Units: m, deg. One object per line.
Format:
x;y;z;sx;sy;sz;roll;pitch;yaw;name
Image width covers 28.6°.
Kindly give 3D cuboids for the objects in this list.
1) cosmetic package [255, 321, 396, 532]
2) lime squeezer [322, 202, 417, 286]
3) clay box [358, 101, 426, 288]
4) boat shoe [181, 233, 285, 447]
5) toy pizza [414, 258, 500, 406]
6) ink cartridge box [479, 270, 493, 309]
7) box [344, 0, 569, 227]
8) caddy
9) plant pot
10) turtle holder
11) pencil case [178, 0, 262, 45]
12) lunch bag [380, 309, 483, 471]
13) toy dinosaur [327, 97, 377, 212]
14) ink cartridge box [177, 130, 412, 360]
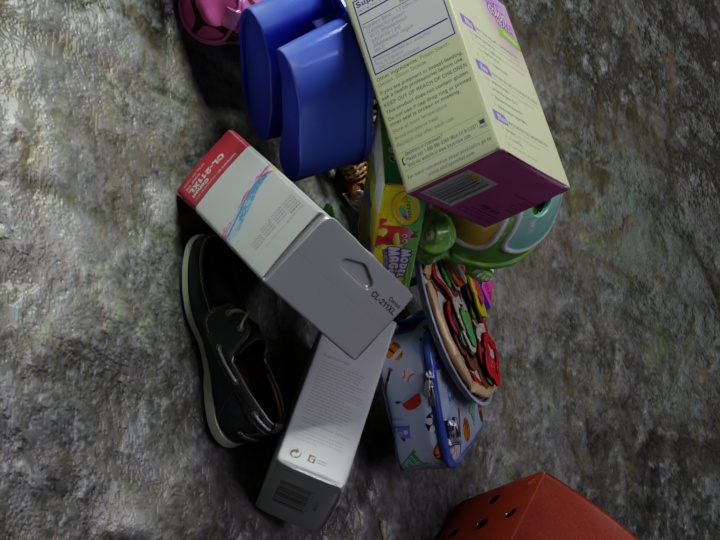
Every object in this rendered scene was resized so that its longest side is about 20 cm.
-0.032;0.137;1.354;0.074;0.102;0.201;23;52;-2;cosmetic package
0.000;0.000;1.512;0.200;0.038;0.071;35;67;-49;lime squeezer
0.029;-0.052;1.371;0.201;0.047;0.115;98;-9;-49;clay box
-0.114;0.059;1.309;0.072;0.067;0.202;-2;77;-53;boat shoe
0.110;0.045;1.500;0.201;0.032;0.201;-90;154;-47;toy pizza
0.136;-0.024;1.709;0.095;0.037;0.201;58;36;-54;ink cartridge box
0.089;-0.160;1.281;0.176;0.096;0.201;16;54;-61;box
-0.042;-0.182;1.347;0.142;0.104;0.201;56;-23;33;caddy
0.180;0.339;1.534;0.177;0.199;0.200;54;38;-11;plant pot
0.121;-0.078;1.437;0.184;0.132;0.142;-6;64;-22;turtle holder
-0.089;-0.250;1.430;0.199;0.091;0.094;5;40;-51;pencil case
0.077;0.120;1.511;0.200;0.075;0.162;-34;116;-73;lunch bag
0.001;-0.168;1.544;0.135;0.102;0.201;-25;121;-39;toy dinosaur
-0.063;-0.026;1.296;0.083;0.200;0.146;-47;129;0;ink cartridge box
